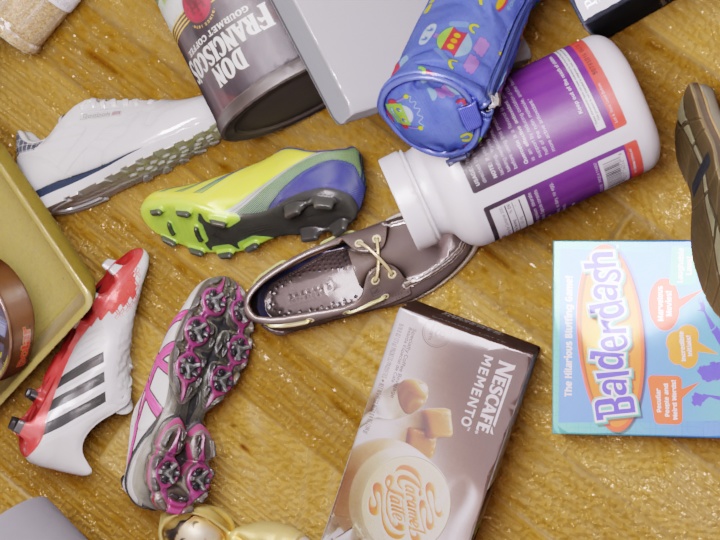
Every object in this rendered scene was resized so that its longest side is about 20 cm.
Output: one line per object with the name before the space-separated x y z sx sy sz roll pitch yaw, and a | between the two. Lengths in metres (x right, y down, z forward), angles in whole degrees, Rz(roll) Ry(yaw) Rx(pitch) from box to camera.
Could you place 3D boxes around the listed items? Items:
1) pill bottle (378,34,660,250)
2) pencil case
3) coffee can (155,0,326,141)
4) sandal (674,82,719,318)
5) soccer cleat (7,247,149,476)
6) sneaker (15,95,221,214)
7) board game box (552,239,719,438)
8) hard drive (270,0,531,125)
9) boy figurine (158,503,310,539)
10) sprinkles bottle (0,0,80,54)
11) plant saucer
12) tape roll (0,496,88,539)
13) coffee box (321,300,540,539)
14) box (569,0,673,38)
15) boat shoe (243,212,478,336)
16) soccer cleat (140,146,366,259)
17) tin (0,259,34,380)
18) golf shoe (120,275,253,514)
pill bottle | 0.119 -0.091 1.279 0.199 0.112 0.113 -24 84 3
pencil case | 0.082 -0.171 1.236 0.087 0.078 0.200 7 48 22
coffee can | -0.089 -0.224 1.334 0.146 0.146 0.201 -29 82 13
sandal | 0.277 -0.055 1.249 0.054 0.080 0.201 2 56 -10
soccer cleat | -0.218 0.078 1.414 0.085 0.069 0.201 30 83 -19
sneaker | -0.199 -0.114 1.403 0.199 0.076 0.081 -21 79 14
board game box | 0.248 0.052 1.294 0.199 0.045 0.153 -1 89 16
hard drive | 0.030 -0.195 1.287 0.026 0.200 0.132 -36 79 50
boy figurine | -0.083 0.256 1.374 0.200 0.064 0.124 45 104 9
sprinkles bottle | -0.237 -0.276 1.414 0.068 0.068 0.200 45 101 11
plant saucer | -0.312 -0.006 1.416 0.200 0.048 0.200 -42 78 37
tape roll | -0.304 0.278 1.362 0.066 0.200 0.200 42 100 10
coffee box | 0.057 0.138 1.324 0.114 0.080 0.201 20 96 10
box | 0.227 -0.290 1.269 0.200 0.107 0.149 -29 83 14
boat shoe | 0.000 0.000 1.353 0.199 0.060 0.072 -20 85 14
soccer cleat | -0.086 -0.061 1.385 0.199 0.065 0.084 -5 49 24
tin | -0.350 0.023 1.399 0.200 0.042 0.112 28 115 26
golf shoe | -0.152 0.098 1.387 0.092 0.072 0.201 2 70 51
